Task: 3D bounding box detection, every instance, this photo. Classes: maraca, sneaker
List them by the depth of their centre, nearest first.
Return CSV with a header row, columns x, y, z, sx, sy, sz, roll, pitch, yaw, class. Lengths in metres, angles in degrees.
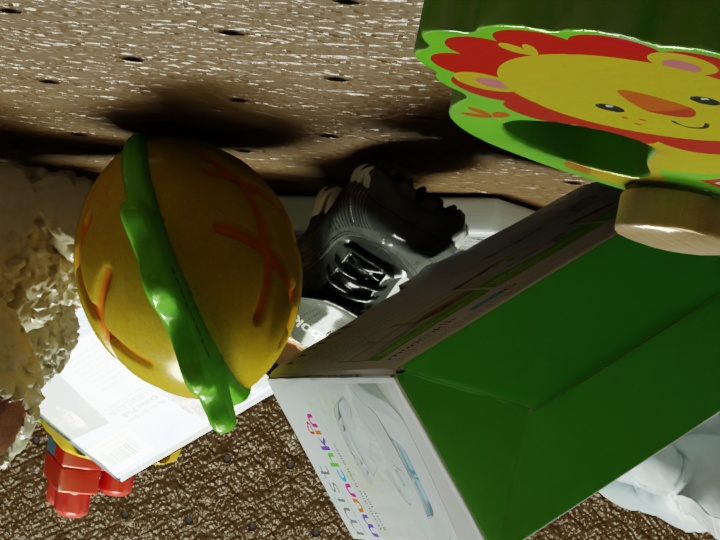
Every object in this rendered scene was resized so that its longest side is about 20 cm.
x,y,z,sx,sy,sz,roll,pitch,yaw,class
-0.082,0.004,1.236,0.107,0.138,0.200,-25,-167,5,maraca
0.000,0.000,1.322,0.066,0.091,0.200,30,172,-9,sneaker

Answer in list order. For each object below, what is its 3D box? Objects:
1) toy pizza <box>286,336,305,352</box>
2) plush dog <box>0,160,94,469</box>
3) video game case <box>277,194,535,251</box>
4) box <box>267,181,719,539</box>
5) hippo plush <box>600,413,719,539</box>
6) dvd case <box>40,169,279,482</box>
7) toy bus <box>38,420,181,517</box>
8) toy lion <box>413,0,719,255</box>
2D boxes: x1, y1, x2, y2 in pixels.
x,y,z,sx,sy,sz,roll,pitch,yaw,class
-0.050,0.018,1.495,0.200,0.032,0.200,28,-171,-5,toy pizza
-0.201,0.019,1.386,0.160,0.200,0.172,38,151,8,plush dog
0.034,-0.021,1.516,0.199,0.023,0.182,1,173,31,video game case
0.082,0.035,1.184,0.199,0.097,0.176,-31,-173,-20,box
0.232,0.092,1.875,0.159,0.161,0.200,40,170,-37,hippo plush
-0.160,0.036,1.532,0.142,0.018,0.200,-31,121,31,dvd case
-0.156,0.065,1.662,0.135,0.193,0.200,9,-178,-19,toy bus
0.095,-0.060,0.848,0.191,0.069,0.200,16,171,-28,toy lion
